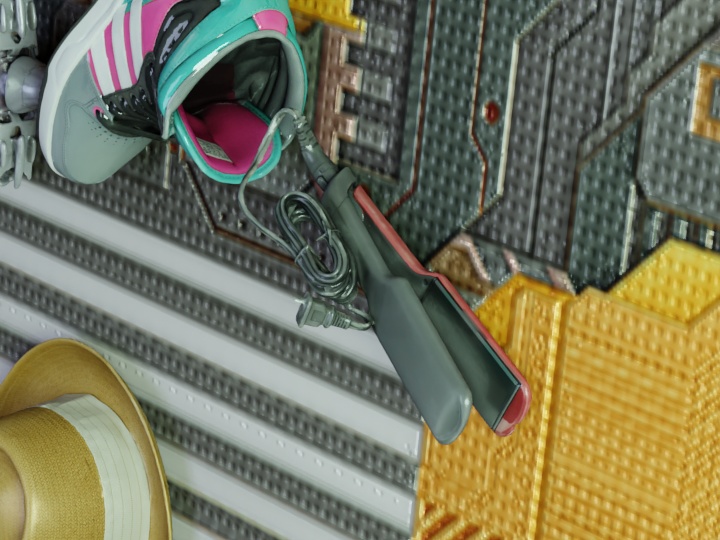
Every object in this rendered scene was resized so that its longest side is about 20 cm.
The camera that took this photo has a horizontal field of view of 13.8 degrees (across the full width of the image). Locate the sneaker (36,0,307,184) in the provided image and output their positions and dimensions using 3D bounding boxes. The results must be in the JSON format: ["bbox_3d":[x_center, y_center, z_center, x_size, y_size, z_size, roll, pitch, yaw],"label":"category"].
[{"bbox_3d":[-0.091,-0.082,1.496,0.200,0.083,0.121,-54,46,39],"label":"sneaker"}]

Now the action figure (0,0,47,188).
[{"bbox_3d":[-0.221,-0.118,1.660,0.200,0.069,0.131,18,102,44],"label":"action figure"}]

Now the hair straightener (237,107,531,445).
[{"bbox_3d":[0.000,0.000,1.396,0.200,0.077,0.041,58,136,27],"label":"hair straightener"}]

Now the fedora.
[{"bbox_3d":[-0.182,0.137,1.632,0.200,0.082,0.202,10,103,50],"label":"fedora"}]
